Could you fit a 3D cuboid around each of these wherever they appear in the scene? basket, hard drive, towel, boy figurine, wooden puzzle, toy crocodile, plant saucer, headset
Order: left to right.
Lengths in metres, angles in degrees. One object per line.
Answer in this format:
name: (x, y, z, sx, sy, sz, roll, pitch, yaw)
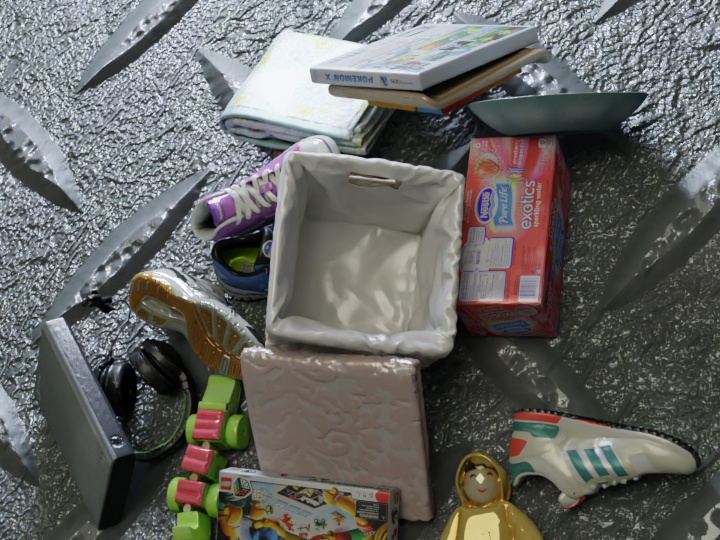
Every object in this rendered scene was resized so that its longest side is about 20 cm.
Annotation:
hard drive: (-0.316, 0.173, 1.617, 0.033, 0.140, 0.201, -14, 54, -29)
headset: (-0.265, 0.120, 1.641, 0.122, 0.094, 0.202, -25, 71, 7)
toy crocodile: (-0.172, 0.210, 1.583, 0.067, 0.062, 0.203, 5, 67, 22)
towel: (-0.050, -0.211, 1.720, 0.198, 0.049, 0.172, 15, 51, 23)
towel: (-0.021, 0.170, 1.492, 0.197, 0.194, 0.032, 2, 27, 22)
basket: (0.000, 0.000, 1.520, 0.195, 0.161, 0.203, 6, 74, -4)
wooden puzzle: (0.090, -0.217, 1.619, 0.198, 0.038, 0.184, -25, 25, -33)
boy figurine: (0.132, 0.280, 1.440, 0.123, 0.064, 0.203, -6, 68, 21)
plant saucer: (0.216, -0.169, 1.559, 0.198, 0.201, 0.039, -2, 92, 19)

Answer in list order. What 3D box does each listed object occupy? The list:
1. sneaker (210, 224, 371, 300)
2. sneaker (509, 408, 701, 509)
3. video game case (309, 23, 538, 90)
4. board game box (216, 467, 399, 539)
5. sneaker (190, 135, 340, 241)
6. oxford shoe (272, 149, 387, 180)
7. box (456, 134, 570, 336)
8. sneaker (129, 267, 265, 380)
sneaker: (-0.082, -0.003, 1.632, 0.197, 0.089, 0.080, 2, 67, 15)
sneaker: (0.243, 0.199, 1.443, 0.197, 0.070, 0.095, 10, 87, 22)
video game case: (0.072, -0.244, 1.616, 0.199, 0.022, 0.181, -26, 25, -37)
board game box: (-0.058, 0.282, 1.498, 0.197, 0.035, 0.128, 3, 91, 22)
sneaker: (-0.114, -0.084, 1.631, 0.200, 0.114, 0.073, -33, 82, 36)
oxford shoe: (-0.018, -0.092, 1.675, 0.198, 0.071, 0.072, 12, 96, 29)
box: (0.167, -0.037, 1.555, 0.101, 0.095, 0.203, -1, 66, 19)
sneaker: (-0.171, 0.050, 1.643, 0.199, 0.087, 0.076, 34, 119, 22)
